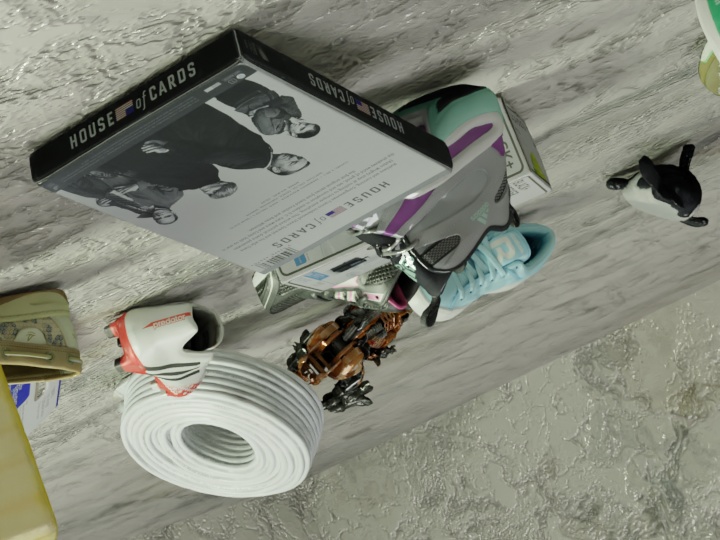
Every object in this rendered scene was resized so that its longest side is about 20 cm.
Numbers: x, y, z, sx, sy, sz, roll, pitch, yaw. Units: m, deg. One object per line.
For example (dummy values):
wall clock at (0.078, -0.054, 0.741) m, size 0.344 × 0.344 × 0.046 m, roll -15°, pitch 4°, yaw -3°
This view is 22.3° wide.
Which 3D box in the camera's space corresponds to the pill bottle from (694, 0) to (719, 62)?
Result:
pill bottle at (0.304, -0.182, 1.066) m, size 0.200 × 0.114 × 0.113 m, roll -30°, pitch 168°, yaw 39°

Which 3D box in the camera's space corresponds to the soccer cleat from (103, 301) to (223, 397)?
soccer cleat at (-0.151, 0.063, 1.563) m, size 0.085 × 0.069 × 0.200 m, roll -19°, pitch 167°, yaw 8°

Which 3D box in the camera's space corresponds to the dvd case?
dvd case at (-0.062, -0.060, 1.023) m, size 0.150 × 0.025 × 0.200 m, roll -27°, pitch 152°, yaw 27°

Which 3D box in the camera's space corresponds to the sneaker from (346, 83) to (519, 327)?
sneaker at (0.013, -0.025, 1.168) m, size 0.199 × 0.141 × 0.078 m, roll -19°, pitch -166°, yaw -12°

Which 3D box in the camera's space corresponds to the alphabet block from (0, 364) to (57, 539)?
alphabet block at (-0.304, 0.110, 1.086) m, size 0.199 × 0.196 × 0.196 m, roll -20°, pitch 172°, yaw -14°

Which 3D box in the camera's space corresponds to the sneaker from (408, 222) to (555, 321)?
sneaker at (0.116, -0.012, 1.762) m, size 0.082 × 0.074 × 0.200 m, roll -41°, pitch 169°, yaw 38°

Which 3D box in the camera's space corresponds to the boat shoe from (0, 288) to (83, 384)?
boat shoe at (-0.282, 0.062, 1.259) m, size 0.199 × 0.063 × 0.073 m, roll -15°, pitch 169°, yaw -35°

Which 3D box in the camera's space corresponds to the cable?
cable at (-0.136, 0.149, 1.785) m, size 0.199 × 0.070 × 0.200 m, roll 25°, pitch 143°, yaw -16°

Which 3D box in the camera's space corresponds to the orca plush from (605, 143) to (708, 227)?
orca plush at (0.294, -0.096, 1.768) m, size 0.105 × 0.072 × 0.200 m, roll 22°, pitch 180°, yaw 20°

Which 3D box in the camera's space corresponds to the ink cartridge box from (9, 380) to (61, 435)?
ink cartridge box at (-0.312, 0.132, 1.446) m, size 0.200 × 0.047 × 0.198 m, roll -54°, pitch 174°, yaw -28°

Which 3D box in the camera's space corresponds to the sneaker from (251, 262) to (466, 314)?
sneaker at (0.000, 0.000, 1.481) m, size 0.199 × 0.087 × 0.080 m, roll -27°, pitch 168°, yaw 32°

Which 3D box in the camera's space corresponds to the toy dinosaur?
toy dinosaur at (-0.026, 0.081, 1.882) m, size 0.199 × 0.103 × 0.136 m, roll -15°, pitch 161°, yaw -21°

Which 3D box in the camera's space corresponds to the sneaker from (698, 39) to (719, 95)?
sneaker at (0.318, -0.156, 1.316) m, size 0.077 × 0.089 × 0.200 m, roll -17°, pitch 170°, yaw -29°

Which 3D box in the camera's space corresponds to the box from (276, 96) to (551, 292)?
box at (0.034, -0.053, 1.343) m, size 0.199 × 0.060 × 0.117 m, roll -24°, pitch 171°, yaw 10°
